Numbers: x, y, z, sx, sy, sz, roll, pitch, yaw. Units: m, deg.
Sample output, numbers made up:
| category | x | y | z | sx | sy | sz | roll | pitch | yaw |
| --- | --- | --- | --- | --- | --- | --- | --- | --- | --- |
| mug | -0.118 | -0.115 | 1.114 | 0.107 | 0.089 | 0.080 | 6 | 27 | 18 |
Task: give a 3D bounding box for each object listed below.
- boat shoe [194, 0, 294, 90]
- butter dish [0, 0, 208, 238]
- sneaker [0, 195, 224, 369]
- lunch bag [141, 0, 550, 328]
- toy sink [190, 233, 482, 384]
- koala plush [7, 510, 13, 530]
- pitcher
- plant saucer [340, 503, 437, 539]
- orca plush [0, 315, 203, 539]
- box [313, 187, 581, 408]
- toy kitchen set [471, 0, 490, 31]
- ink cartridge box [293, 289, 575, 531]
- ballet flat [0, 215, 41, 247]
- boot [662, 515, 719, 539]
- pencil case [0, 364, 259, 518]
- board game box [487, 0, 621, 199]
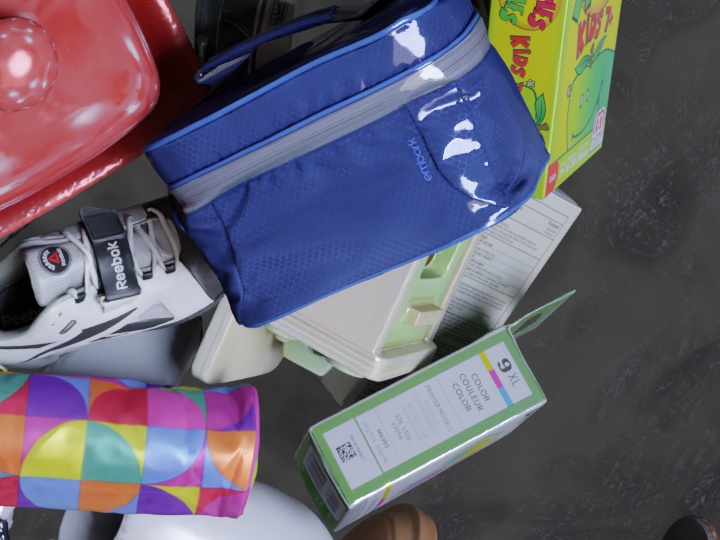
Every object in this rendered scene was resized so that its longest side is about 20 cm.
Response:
| category | x | y | z | sx | sy | sz | roll | pitch | yaw |
| --- | --- | --- | --- | --- | --- | --- | --- | --- | --- |
| boat shoe | -0.080 | -0.081 | 0.931 | 0.063 | 0.071 | 0.201 | 9 | 128 | 0 |
| butter dish | -0.185 | -0.111 | 0.760 | 0.199 | 0.148 | 0.201 | -32 | 113 | -10 |
| sneaker | -0.151 | 0.003 | 0.879 | 0.199 | 0.074 | 0.089 | -26 | 166 | 6 |
| lunch bag | -0.015 | -0.069 | 0.797 | 0.199 | 0.136 | 0.133 | -23 | 101 | 19 |
| toy sink | 0.000 | 0.000 | 0.948 | 0.201 | 0.112 | 0.130 | -64 | 164 | 8 |
| koala plush | -0.297 | 0.206 | 0.934 | 0.177 | 0.183 | 0.201 | 11 | 92 | -32 |
| pitcher | -0.126 | 0.210 | 1.065 | 0.200 | 0.122 | 0.171 | 33 | 118 | -31 |
| plant saucer | -0.015 | 0.258 | 1.115 | 0.032 | 0.200 | 0.201 | 34 | 99 | -12 |
| orca plush | -0.177 | 0.103 | 0.970 | 0.201 | 0.105 | 0.071 | -62 | -179 | -25 |
| box | 0.053 | 0.006 | 1.058 | 0.095 | 0.078 | 0.200 | 25 | 104 | -41 |
| toy kitchen set | 0.013 | -0.174 | 0.856 | 0.199 | 0.163 | 0.181 | -32 | 132 | -10 |
| ink cartridge box | 0.059 | 0.093 | 0.992 | 0.199 | 0.060 | 0.104 | -27 | 168 | -15 |
| ballet flat | -0.180 | -0.062 | 0.876 | 0.200 | 0.057 | 0.066 | -45 | 132 | -1 |
| boot | 0.386 | 0.256 | 1.445 | 0.199 | 0.064 | 0.187 | -22 | 142 | -15 |
| pencil case | -0.158 | 0.098 | 0.892 | 0.199 | 0.089 | 0.089 | 8 | 117 | -11 |
| board game box | 0.113 | -0.153 | 0.867 | 0.102 | 0.047 | 0.201 | -38 | 138 | -54 |
